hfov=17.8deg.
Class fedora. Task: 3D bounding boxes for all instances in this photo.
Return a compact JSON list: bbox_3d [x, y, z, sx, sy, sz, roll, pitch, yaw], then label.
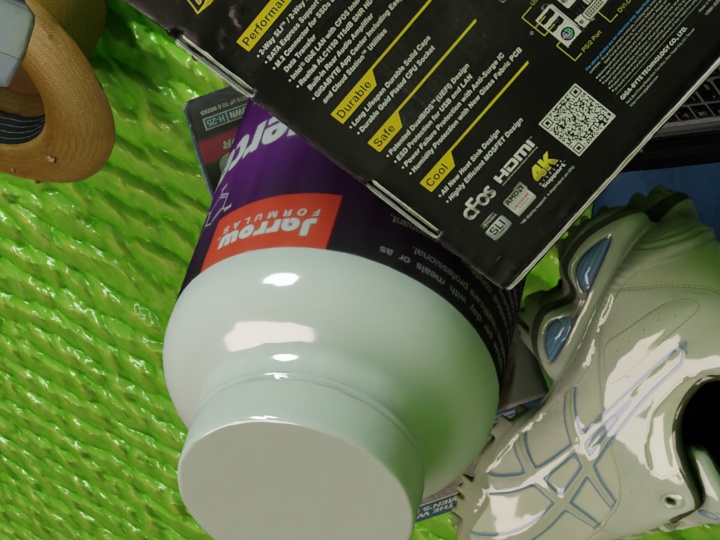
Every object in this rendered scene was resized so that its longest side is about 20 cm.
[{"bbox_3d":[-0.188,-0.130,1.116,0.199,0.082,0.201,27,151,16],"label":"fedora"}]

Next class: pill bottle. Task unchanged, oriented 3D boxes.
[{"bbox_3d":[0.000,0.000,0.776,0.111,0.201,0.113,9,136,8],"label":"pill bottle"}]

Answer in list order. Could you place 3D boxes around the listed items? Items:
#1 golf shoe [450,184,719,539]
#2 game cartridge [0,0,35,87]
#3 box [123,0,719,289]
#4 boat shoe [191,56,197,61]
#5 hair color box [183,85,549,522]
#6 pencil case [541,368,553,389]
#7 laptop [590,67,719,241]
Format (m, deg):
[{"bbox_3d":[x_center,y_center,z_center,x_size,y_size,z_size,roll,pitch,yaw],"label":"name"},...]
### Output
[{"bbox_3d":[0.094,0.072,0.811,0.097,0.078,0.201,41,138,29],"label":"golf shoe"},{"bbox_3d":[-0.182,-0.106,0.799,0.129,0.039,0.200,17,-173,-13],"label":"game cartridge"},{"bbox_3d":[0.046,-0.116,0.662,0.159,0.200,0.049,36,-161,-15],"label":"box"},{"bbox_3d":[-0.022,-0.101,0.911,0.200,0.072,0.068,-6,106,62],"label":"boat shoe"},{"bbox_3d":[0.002,0.004,0.929,0.061,0.099,0.201,76,174,-53],"label":"hair color box"},{"bbox_3d":[0.019,0.035,1.093,0.199,0.083,0.091,38,178,2],"label":"pencil case"},{"bbox_3d":[0.104,-0.036,0.814,0.200,0.116,0.187,50,153,-22],"label":"laptop"}]
